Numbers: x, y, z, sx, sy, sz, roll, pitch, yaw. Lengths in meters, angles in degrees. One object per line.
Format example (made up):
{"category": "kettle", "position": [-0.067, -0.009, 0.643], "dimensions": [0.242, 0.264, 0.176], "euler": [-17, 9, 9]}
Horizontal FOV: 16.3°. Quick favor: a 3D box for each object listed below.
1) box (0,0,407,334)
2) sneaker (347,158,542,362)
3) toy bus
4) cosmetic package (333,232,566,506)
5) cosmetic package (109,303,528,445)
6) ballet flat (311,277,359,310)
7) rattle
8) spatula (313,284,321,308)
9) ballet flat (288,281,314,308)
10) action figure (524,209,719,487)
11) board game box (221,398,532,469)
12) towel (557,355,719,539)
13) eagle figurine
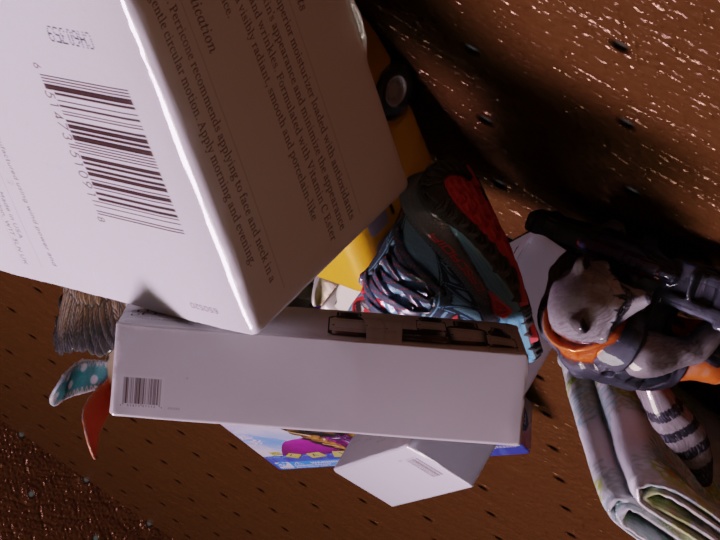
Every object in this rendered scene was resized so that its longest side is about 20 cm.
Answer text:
{"category": "box", "position": [-0.110, -0.099, 1.210], "dimensions": [0.199, 0.131, 0.200], "euler": [13, 135, 40]}
{"category": "sneaker", "position": [0.038, 0.016, 1.311], "dimensions": [0.200, 0.095, 0.080], "euler": [66, -179, -62]}
{"category": "toy bus", "position": [-0.007, -0.059, 1.353], "dimensions": [0.065, 0.078, 0.200], "euler": [19, 145, 38]}
{"category": "cosmetic package", "position": [0.060, 0.064, 1.529], "dimensions": [0.052, 0.151, 0.200], "euler": [31, 167, -7]}
{"category": "cosmetic package", "position": [-0.020, 0.047, 1.236], "dimensions": [0.199, 0.051, 0.083], "euler": [4, -173, -1]}
{"category": "ballet flat", "position": [0.000, 0.000, 1.609], "dimensions": [0.068, 0.067, 0.200], "euler": [32, 166, -3]}
{"category": "rattle", "position": [-0.173, 0.045, 1.848], "dimensions": [0.143, 0.201, 0.130], "euler": [14, 158, 50]}
{"category": "spatula", "position": [-0.034, -0.015, 1.695], "dimensions": [0.020, 0.057, 0.200], "euler": [-6, 143, 20]}
{"category": "ballet flat", "position": [-0.035, 0.026, 1.798], "dimensions": [0.200, 0.070, 0.069], "euler": [38, 165, -21]}
{"category": "action figure", "position": [0.172, 0.046, 1.343], "dimensions": [0.200, 0.105, 0.193], "euler": [22, 174, 45]}
{"category": "board game box", "position": [0.000, 0.089, 1.759], "dimensions": [0.199, 0.041, 0.200], "euler": [-6, 158, 19]}
{"category": "towel", "position": [0.202, 0.127, 1.499], "dimensions": [0.171, 0.048, 0.200], "euler": [38, -162, -21]}
{"category": "eagle figurine", "position": [-0.130, -0.025, 1.438], "dimensions": [0.199, 0.152, 0.151], "euler": [12, 163, 34]}
